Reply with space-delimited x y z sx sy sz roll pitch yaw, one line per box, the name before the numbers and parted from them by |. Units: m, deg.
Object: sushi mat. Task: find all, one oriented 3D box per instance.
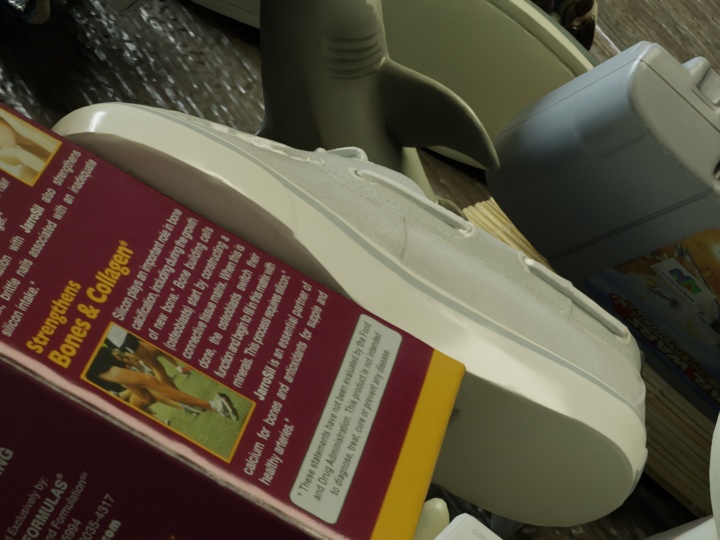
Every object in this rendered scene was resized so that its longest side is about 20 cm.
sushi mat | 0.107 0.042 0.965 0.200 0.012 0.096 41 30 16

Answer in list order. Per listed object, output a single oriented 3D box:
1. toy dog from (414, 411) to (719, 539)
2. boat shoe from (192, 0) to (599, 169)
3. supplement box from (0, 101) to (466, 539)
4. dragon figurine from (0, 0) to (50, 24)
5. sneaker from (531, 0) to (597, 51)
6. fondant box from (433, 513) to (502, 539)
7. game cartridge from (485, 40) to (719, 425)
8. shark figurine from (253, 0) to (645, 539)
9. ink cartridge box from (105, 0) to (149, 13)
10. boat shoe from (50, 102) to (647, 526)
toy dog | 0.113 0.092 0.704 0.139 0.200 0.194 -5 46 -47
boat shoe | 0.013 -0.103 1.040 0.200 0.073 0.062 28 33 3
supplement box | -0.084 0.032 0.725 0.200 0.086 0.110 30 28 -4
dragon figurine | -0.148 -0.136 0.950 0.099 0.059 0.200 21 31 -18
sneaker | 0.031 -0.164 1.105 0.200 0.078 0.089 57 16 -8
fondant box | -0.031 0.149 0.538 0.058 0.144 0.200 38 30 10
game cartridge | 0.133 0.015 0.883 0.200 0.133 0.042 42 66 -8
shark figurine | -0.001 -0.011 0.907 0.089 0.128 0.215 -25 86 -21
ink cartridge box | -0.053 -0.192 0.936 0.145 0.084 0.200 49 38 1
boat shoe | 0.000 0.000 0.804 0.200 0.072 0.069 25 43 -12
